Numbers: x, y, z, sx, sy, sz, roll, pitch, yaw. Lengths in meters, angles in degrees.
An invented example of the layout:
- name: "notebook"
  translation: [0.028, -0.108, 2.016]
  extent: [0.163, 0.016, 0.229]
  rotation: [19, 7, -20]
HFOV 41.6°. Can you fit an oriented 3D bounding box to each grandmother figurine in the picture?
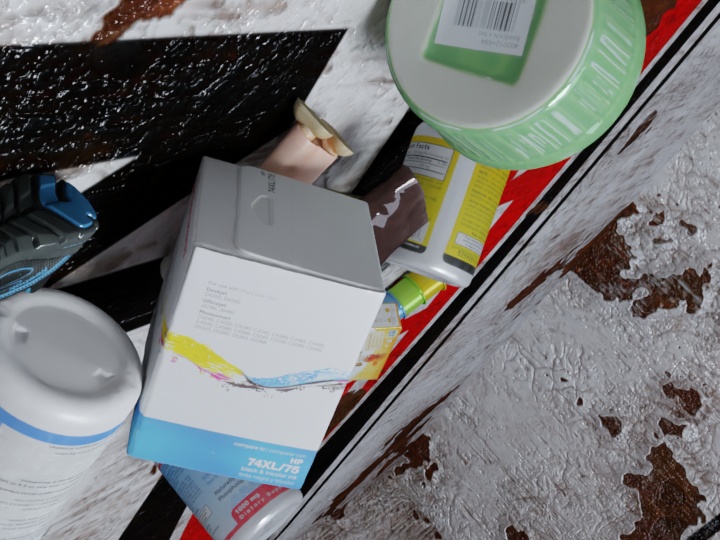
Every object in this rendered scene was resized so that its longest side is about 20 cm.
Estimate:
- name: "grandmother figurine"
  translation: [-0.096, -0.053, 0.831]
  extent: [0.200, 0.061, 0.121]
  rotation: [-43, 137, 9]

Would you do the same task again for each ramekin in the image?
- name: "ramekin"
  translation: [0.116, -0.187, 0.757]
  extent: [0.200, 0.200, 0.098]
  rotation: [-48, 156, 17]

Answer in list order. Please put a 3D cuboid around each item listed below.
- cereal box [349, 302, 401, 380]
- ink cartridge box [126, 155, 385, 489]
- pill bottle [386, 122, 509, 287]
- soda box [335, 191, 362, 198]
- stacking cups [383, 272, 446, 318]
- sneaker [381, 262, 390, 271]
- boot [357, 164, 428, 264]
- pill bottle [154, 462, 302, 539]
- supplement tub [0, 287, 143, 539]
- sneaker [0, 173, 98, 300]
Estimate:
- name: "cereal box"
  translation: [-0.063, 0.090, 1.124]
  extent: [0.199, 0.040, 0.144]
  rotation: [-2, 150, -13]
- name: "ink cartridge box"
  translation: [-0.087, 0.041, 0.758]
  extent: [0.147, 0.145, 0.201]
  rotation: [-99, -152, -57]
- name: "pill bottle"
  translation: [0.096, -0.092, 1.002]
  extent: [0.111, 0.111, 0.201]
  rotation: [25, 85, -73]
- name: "soda box"
  translation: [-0.025, -0.039, 1.020]
  extent: [0.068, 0.064, 0.200]
  rotation: [-48, 163, 16]
- name: "stacking cups"
  translation: [0.041, 0.067, 1.475]
  extent: [0.200, 0.061, 0.061]
  rotation: [-39, 164, -10]
- name: "sneaker"
  translation: [-0.009, 0.005, 1.162]
  extent: [0.200, 0.071, 0.083]
  rotation: [-47, 162, 8]
- name: "boot"
  translation: [0.000, 0.000, 0.920]
  extent: [0.166, 0.072, 0.200]
  rotation: [-34, 151, -9]
- name: "pill bottle"
  translation: [-0.167, 0.220, 1.087]
  extent: [0.109, 0.200, 0.109]
  rotation: [-40, 164, -13]
- name: "supplement tub"
  translation: [-0.265, 0.123, 0.723]
  extent: [0.200, 0.132, 0.132]
  rotation: [-52, 162, 25]
- name: "sneaker"
  translation: [-0.243, -0.003, 0.558]
  extent: [0.082, 0.073, 0.200]
  rotation: [-49, 163, 25]
